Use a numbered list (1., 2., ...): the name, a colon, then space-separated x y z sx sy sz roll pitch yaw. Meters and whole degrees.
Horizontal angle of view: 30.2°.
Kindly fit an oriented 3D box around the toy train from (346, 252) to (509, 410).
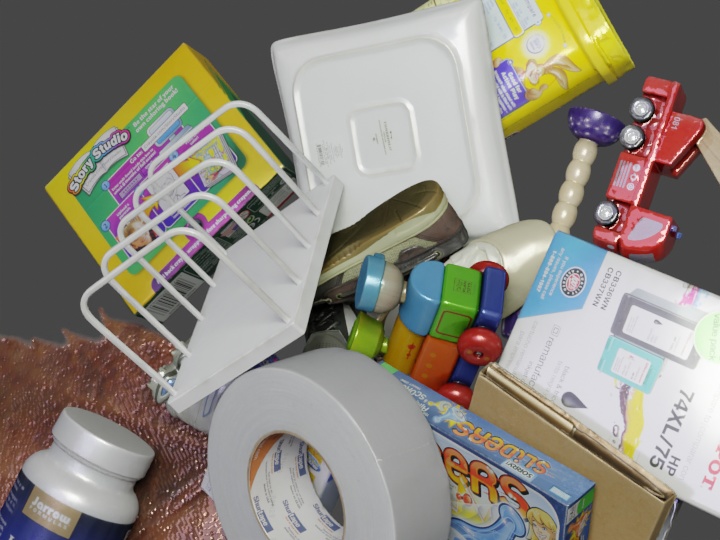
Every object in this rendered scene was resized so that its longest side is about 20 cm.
1. toy train: 0.039 0.068 1.058 0.115 0.201 0.085 15 48 -3

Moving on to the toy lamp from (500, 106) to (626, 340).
1. toy lamp: 0.167 -0.034 1.118 0.058 0.058 0.202 19 85 24

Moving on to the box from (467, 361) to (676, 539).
1. box: 0.136 0.186 0.990 0.163 0.021 0.201 34 135 26

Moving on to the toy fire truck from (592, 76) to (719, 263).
1. toy fire truck: 0.283 -0.093 1.084 0.140 0.049 0.202 18 87 24

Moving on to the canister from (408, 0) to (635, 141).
1. canister: 0.114 -0.187 1.152 0.199 0.086 0.149 -30 72 16

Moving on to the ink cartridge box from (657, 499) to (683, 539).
1. ink cartridge box: 0.138 0.234 1.082 0.198 0.041 0.201 25 92 26

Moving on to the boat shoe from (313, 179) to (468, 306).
1. boat shoe: 0.001 -0.001 1.106 0.200 0.072 0.066 -31 110 28

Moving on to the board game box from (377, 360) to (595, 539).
1. board game box: 0.078 0.169 0.993 0.199 0.034 0.136 27 132 35

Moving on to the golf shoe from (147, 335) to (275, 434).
1. golf shoe: -0.100 0.061 1.212 0.097 0.078 0.201 38 99 4

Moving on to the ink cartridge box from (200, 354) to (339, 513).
1. ink cartridge box: -0.067 0.157 1.126 0.119 0.042 0.201 43 137 24

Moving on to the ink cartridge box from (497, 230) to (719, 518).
1. ink cartridge box: 0.226 0.083 1.019 0.199 0.146 0.148 23 89 25

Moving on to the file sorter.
1. file sorter: -0.116 -0.021 1.055 0.138 0.125 0.201 -32 25 28

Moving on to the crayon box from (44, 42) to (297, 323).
1. crayon box: -0.179 -0.082 1.267 0.200 0.058 0.173 -43 66 9

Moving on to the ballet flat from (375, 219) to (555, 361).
1. ballet flat: 0.077 0.021 1.100 0.200 0.069 0.070 -38 66 37

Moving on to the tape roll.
1. tape roll: -0.027 0.162 1.002 0.199 0.066 0.202 14 112 40

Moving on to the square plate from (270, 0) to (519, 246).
1. square plate: 0.024 -0.110 1.121 0.196 0.028 0.202 -8 97 23

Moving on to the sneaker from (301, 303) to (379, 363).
1. sneaker: -0.020 0.071 1.154 0.066 0.090 0.202 -16 74 18

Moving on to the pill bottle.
1. pill bottle: -0.272 0.235 1.213 0.115 0.116 0.201 27 91 24
